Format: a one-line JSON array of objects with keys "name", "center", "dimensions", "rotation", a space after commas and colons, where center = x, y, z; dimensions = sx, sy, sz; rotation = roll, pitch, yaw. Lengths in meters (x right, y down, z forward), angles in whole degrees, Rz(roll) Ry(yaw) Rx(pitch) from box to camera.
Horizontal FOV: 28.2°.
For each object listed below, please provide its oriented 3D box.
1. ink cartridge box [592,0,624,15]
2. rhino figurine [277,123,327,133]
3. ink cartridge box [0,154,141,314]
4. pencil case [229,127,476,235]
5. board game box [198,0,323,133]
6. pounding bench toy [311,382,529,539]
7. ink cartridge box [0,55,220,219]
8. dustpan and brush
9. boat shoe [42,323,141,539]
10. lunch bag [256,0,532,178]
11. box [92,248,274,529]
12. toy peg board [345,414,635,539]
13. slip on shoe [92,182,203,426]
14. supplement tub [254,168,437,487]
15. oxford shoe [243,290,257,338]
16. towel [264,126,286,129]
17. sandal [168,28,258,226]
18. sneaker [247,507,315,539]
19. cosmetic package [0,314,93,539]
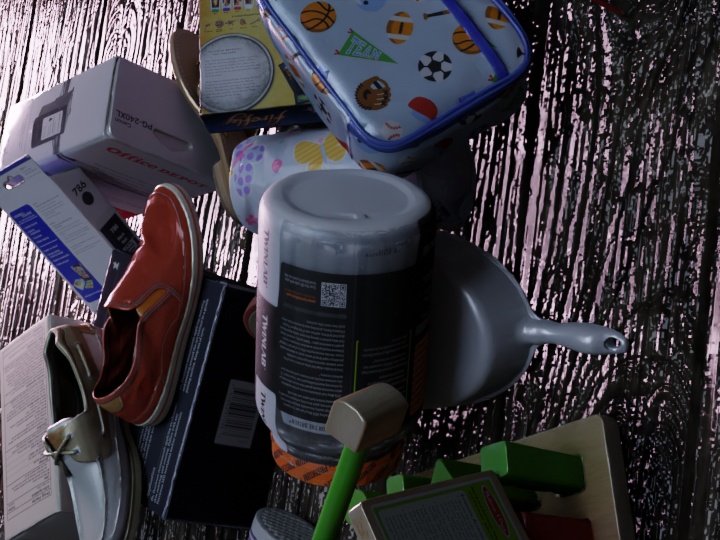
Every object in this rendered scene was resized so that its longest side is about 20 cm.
[{"name": "ink cartridge box", "center": [0.115, -0.267, 1.039], "dimensions": [0.200, 0.116, 0.068], "rotation": [45, 110, 44]}, {"name": "rhino figurine", "center": [-0.045, -0.143, 1.228], "dimensions": [0.087, 0.060, 0.201], "rotation": [-28, 61, 28]}, {"name": "ink cartridge box", "center": [-0.263, -0.031, 1.354], "dimensions": [0.099, 0.200, 0.039], "rotation": [-17, 30, 44]}, {"name": "pencil case", "center": [-0.007, -0.070, 1.118], "dimensions": [0.199, 0.091, 0.084], "rotation": [0, 59, 35]}, {"name": "board game box", "center": [-0.024, -0.182, 1.098], "dimensions": [0.198, 0.035, 0.137], "rotation": [-5, 70, 5]}, {"name": "pounding bench toy", "center": [0.007, 0.191, 0.887], "dimensions": [0.156, 0.124, 0.201], "rotation": [-42, 65, 37]}, {"name": "ink cartridge box", "center": [-0.231, -0.120, 1.367], "dimensions": [0.199, 0.145, 0.084], "rotation": [-13, 65, 46]}, {"name": "dustpan and brush", "center": [0.096, 0.042, 1.012], "dimensions": [0.199, 0.057, 0.141], "rotation": [12, 114, 47]}, {"name": "boat shoe", "center": [-0.229, 0.141, 1.187], "dimensions": [0.075, 0.068, 0.202], "rotation": [-32, 57, 38]}, {"name": "lunch bag", "center": [0.024, -0.177, 1.033], "dimensions": [0.160, 0.076, 0.201], "rotation": [-31, 70, -7]}, {"name": "box", "center": [-0.154, 0.099, 1.246], "dimensions": [0.181, 0.104, 0.202], "rotation": [16, 90, 48]}, {"name": "toy peg board", "center": [0.078, 0.212, 0.953], "dimensions": [0.199, 0.097, 0.201], "rotation": [-26, 60, 42]}, {"name": "slip on shoe", "center": [-0.175, 0.024, 1.168], "dimensions": [0.074, 0.061, 0.202], "rotation": [0, 77, 49]}, {"name": "supplement tub", "center": [-0.013, 0.041, 0.994], "dimensions": [0.122, 0.122, 0.202], "rotation": [33, 127, 48]}, {"name": "oxford shoe", "center": [0.000, 0.000, 1.118], "dimensions": [0.198, 0.071, 0.075], "rotation": [-13, 36, 25]}, {"name": "towel", "center": [-0.045, -0.217, 1.177], "dimensions": [0.164, 0.086, 0.202], "rotation": [-5, 70, 4]}, {"name": "sandal", "center": [-0.107, -0.147, 1.294], "dimensions": [0.069, 0.077, 0.213], "rotation": [-35, 63, 33]}, {"name": "sneaker", "center": [-0.039, 0.278, 1.093], "dimensions": [0.200, 0.072, 0.115], "rotation": [37, 110, 59]}, {"name": "cosmetic package", "center": [-0.289, 0.159, 1.395], "dimensions": [0.103, 0.087, 0.202], "rotation": [-29, 57, 38]}]
